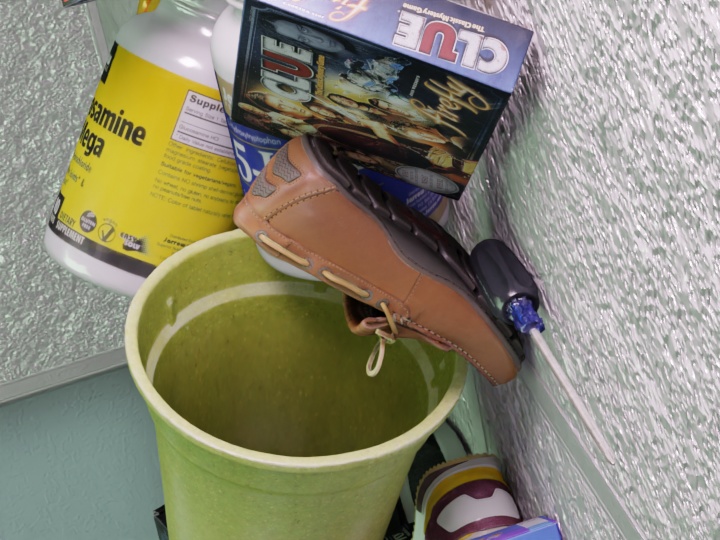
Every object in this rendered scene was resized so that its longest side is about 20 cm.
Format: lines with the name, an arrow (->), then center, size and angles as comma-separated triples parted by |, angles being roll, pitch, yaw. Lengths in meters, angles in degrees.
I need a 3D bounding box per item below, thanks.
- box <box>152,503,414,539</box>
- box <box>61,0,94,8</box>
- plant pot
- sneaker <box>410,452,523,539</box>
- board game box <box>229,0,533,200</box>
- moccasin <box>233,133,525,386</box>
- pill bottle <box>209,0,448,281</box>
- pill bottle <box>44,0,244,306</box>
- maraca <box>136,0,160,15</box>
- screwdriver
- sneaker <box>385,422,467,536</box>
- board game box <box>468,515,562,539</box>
box -> -0.030, 0.222, 1.760 | 0.200, 0.163, 0.086 | 44, 154, 38
box -> -0.102, -0.240, 1.378 | 0.040, 0.199, 0.138 | -12, 95, 52
plant pot -> -0.046, 0.107, 1.436 | 0.201, 0.199, 0.185 | -116, 25, -44
sneaker -> 0.072, 0.206, 1.542 | 0.200, 0.075, 0.090 | 82, 172, -52
board game box -> 0.005, -0.097, 1.204 | 0.200, 0.135, 0.035 | 109, -179, -76
moccasin -> 0.014, 0.008, 1.302 | 0.201, 0.078, 0.074 | 34, -161, -39
pill bottle -> -0.022, -0.107, 1.371 | 0.120, 0.119, 0.201 | -121, 16, -58
pill bottle -> -0.112, -0.086, 1.465 | 0.112, 0.112, 0.201 | -132, 62, -70
maraca -> -0.103, -0.188, 1.708 | 0.107, 0.137, 0.200 | 54, -176, -18
screwdriver -> 0.096, 0.037, 1.223 | 0.200, 0.028, 0.029 | -123, 47, -58
sneaker -> 0.004, 0.129, 1.693 | 0.200, 0.111, 0.073 | -136, 30, -72
board game box -> 0.039, 0.240, 1.403 | 0.045, 0.199, 0.135 | 165, 88, -82
